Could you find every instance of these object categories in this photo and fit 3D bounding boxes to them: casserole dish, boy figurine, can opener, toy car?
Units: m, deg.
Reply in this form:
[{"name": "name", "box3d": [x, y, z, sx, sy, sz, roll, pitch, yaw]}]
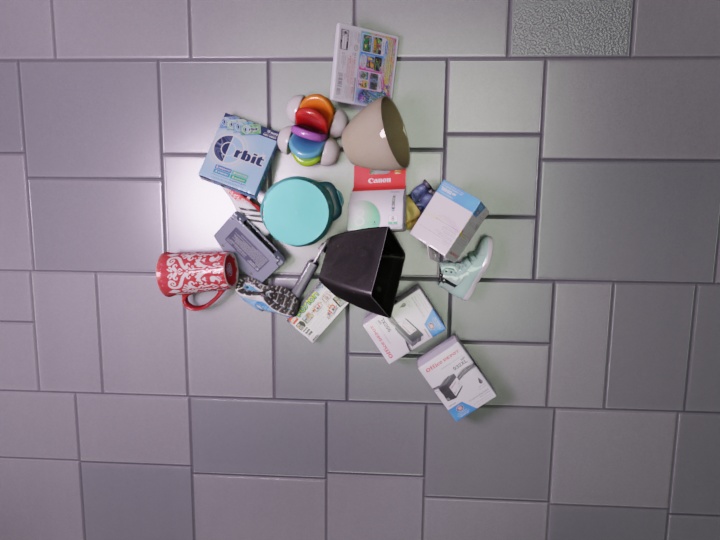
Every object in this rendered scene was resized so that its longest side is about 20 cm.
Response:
[{"name": "casserole dish", "box3d": [-0.148, -0.185, 1.583, 0.199, 0.039, 0.121, -16, 97, 5]}, {"name": "boy figurine", "box3d": [0.135, -0.166, 1.556, 0.200, 0.064, 0.124, -42, 93, 9]}, {"name": "can opener", "box3d": [-0.130, -0.003, 1.600, 0.067, 0.053, 0.200, 30, 100, 0]}, {"name": "toy car", "box3d": [-0.136, -0.388, 1.496, 0.175, 0.150, 0.200, 19, 99, 0]}]

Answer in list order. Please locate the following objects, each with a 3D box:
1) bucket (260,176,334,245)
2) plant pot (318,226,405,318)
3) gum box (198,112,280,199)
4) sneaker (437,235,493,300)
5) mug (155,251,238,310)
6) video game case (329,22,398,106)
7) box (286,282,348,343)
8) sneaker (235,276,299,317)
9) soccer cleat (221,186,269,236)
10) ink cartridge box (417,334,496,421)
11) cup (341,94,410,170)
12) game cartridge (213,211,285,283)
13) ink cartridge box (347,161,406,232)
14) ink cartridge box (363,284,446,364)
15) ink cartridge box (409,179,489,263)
[{"name": "bucket", "box3d": [-0.172, -0.161, 1.495, 0.207, 0.135, 0.208, 0, 95, -1]}, {"name": "plant pot", "box3d": [0.000, 0.000, 1.507, 0.177, 0.200, 0.200, 6, 71, 22]}, {"name": "gum box", "box3d": [-0.339, -0.325, 1.540, 0.170, 0.045, 0.200, 20, 80, 1]}, {"name": "sneaker", "box3d": [0.296, -0.022, 1.559, 0.118, 0.074, 0.201, 23, 101, -7]}, {"name": "mug", "box3d": [-0.462, 0.018, 1.585, 0.199, 0.134, 0.178, -5, 141, 10]}, {"name": "video game case", "box3d": [0.011, -0.556, 1.492, 0.182, 0.024, 0.201, 3, 99, -24]}, {"name": "box", "box3d": [-0.117, 0.108, 1.623, 0.110, 0.035, 0.200, 42, 98, -3]}, {"name": "sneaker", "box3d": [-0.272, 0.087, 1.612, 0.200, 0.090, 0.078, 24, 61, 9]}, {"name": "soccer cleat", "box3d": [-0.336, -0.175, 1.581, 0.200, 0.069, 0.085, 39, 94, -7]}, {"name": "ink cartridge box", "box3d": [0.282, 0.317, 1.605, 0.145, 0.084, 0.200, -35, 95, 8]}, {"name": "cup", "box3d": [0.034, -0.357, 1.485, 0.143, 0.200, 0.201, -13, 97, 24]}, {"name": "game cartridge", "box3d": [-0.328, -0.063, 1.584, 0.200, 0.042, 0.133, 46, 129, -8]}, {"name": "ink cartridge box", "box3d": [0.047, -0.208, 1.525, 0.160, 0.050, 0.201, 0, 87, 17]}, {"name": "ink cartridge box", "box3d": [0.127, 0.158, 1.591, 0.200, 0.084, 0.145, -33, 94, 8]}, {"name": "ink cartridge box", "box3d": [0.240, -0.122, 1.502, 0.125, 0.129, 0.200, 36, 97, 23]}]
